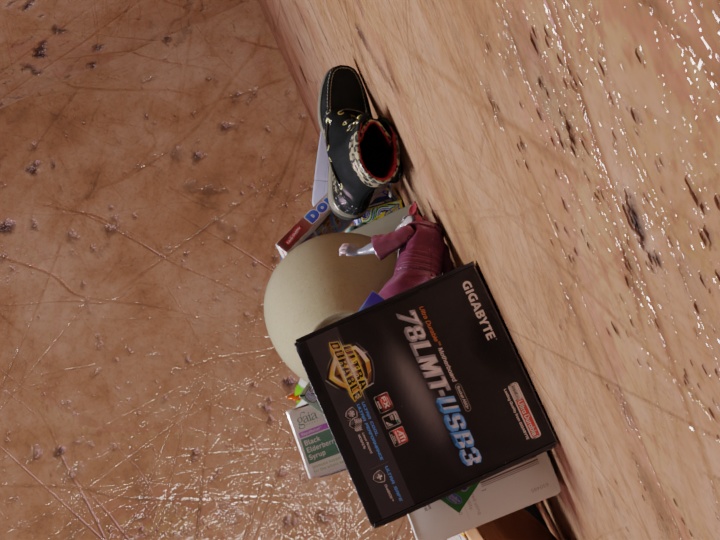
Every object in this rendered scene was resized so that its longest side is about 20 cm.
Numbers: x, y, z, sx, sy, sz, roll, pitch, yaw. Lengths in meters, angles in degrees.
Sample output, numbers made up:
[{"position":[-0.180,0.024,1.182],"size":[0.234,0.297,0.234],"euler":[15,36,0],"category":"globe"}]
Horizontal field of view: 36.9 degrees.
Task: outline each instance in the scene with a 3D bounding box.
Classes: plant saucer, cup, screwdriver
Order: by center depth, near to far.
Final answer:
[{"position":[0.201,0.336,1.293],"size":[0.200,0.032,0.200],"euler":[37,-167,-10],"category":"plant saucer"},{"position":[-0.018,0.070,1.311],"size":[0.143,0.200,0.201],"euler":[-104,-9,-70],"category":"cup"},{"position":[0.041,-0.115,1.443],"size":[0.200,0.028,0.029],"euler":[89,-174,-77],"category":"screwdriver"}]

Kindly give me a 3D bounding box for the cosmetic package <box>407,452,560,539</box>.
[{"position":[0.105,0.189,1.217],"size":[0.200,0.164,0.165],"euler":[93,155,-88],"category":"cosmetic package"}]

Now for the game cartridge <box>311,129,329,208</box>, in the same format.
[{"position":[-0.036,-0.167,1.539],"size":[0.133,0.040,0.201],"euler":[89,-171,-78],"category":"game cartridge"}]

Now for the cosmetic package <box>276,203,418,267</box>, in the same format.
[{"position":[0.000,0.000,1.434],"size":[0.104,0.199,0.073],"euler":[67,178,-62],"category":"cosmetic package"}]

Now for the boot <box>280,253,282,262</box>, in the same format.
[{"position":[-0.024,-0.038,1.676],"size":[0.090,0.200,0.073],"euler":[45,147,31],"category":"boot"}]

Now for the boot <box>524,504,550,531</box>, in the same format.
[{"position":[0.146,0.338,1.453],"size":[0.076,0.199,0.169],"euler":[61,-171,-57],"category":"boot"}]

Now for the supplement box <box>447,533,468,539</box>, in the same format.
[{"position":[0.189,0.366,1.596],"size":[0.073,0.126,0.200],"euler":[38,162,35],"category":"supplement box"}]

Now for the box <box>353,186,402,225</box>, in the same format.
[{"position":[0.014,-0.111,1.678],"size":[0.200,0.070,0.065],"euler":[-117,11,-63],"category":"box"}]

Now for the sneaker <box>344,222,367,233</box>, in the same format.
[{"position":[0.001,0.008,1.586],"size":[0.200,0.140,0.078],"euler":[28,-144,-52],"category":"sneaker"}]

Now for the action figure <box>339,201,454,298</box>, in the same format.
[{"position":[0.060,0.001,1.207],"size":[0.149,0.134,0.201],"euler":[-42,37,52],"category":"action figure"}]

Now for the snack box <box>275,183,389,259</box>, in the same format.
[{"position":[-0.030,-0.082,1.453],"size":[0.024,0.200,0.072],"euler":[38,166,25],"category":"snack box"}]

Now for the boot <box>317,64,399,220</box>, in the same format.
[{"position":[0.001,-0.178,1.337],"size":[0.154,0.073,0.205],"euler":[144,124,-70],"category":"boot"}]

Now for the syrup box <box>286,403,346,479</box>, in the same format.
[{"position":[-0.026,0.189,1.239],"size":[0.200,0.078,0.082],"euler":[75,175,-81],"category":"syrup box"}]

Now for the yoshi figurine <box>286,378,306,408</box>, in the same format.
[{"position":[-0.033,0.174,1.575],"size":[0.112,0.113,0.200],"euler":[26,172,-14],"category":"yoshi figurine"}]

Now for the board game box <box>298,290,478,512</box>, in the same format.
[{"position":[0.056,0.132,1.101],"size":[0.200,0.135,0.029],"euler":[34,174,7],"category":"board game box"}]

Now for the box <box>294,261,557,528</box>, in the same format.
[{"position":[0.063,0.121,1.064],"size":[0.050,0.198,0.201],"euler":[64,-177,-80],"category":"box"}]
